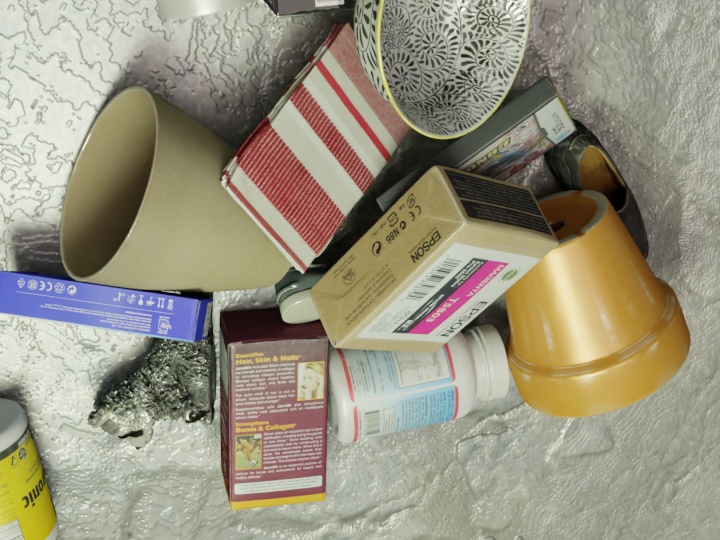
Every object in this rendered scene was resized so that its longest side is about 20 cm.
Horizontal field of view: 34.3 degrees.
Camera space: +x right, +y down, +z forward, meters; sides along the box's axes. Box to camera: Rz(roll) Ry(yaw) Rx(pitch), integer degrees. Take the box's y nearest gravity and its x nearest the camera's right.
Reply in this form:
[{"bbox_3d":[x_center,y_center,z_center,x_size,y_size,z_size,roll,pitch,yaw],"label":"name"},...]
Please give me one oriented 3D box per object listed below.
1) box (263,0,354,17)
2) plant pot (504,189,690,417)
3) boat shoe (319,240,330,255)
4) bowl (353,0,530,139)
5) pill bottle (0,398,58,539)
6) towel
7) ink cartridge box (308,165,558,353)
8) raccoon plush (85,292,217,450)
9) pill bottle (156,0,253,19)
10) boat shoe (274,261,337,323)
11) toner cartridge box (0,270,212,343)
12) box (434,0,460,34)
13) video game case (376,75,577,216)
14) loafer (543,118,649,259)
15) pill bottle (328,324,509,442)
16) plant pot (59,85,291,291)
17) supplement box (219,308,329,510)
[{"bbox_3d":[-0.060,-0.346,1.062,0.078,0.141,0.203,-7,112,-8],"label":"box"},{"bbox_3d":[0.234,0.023,1.258,0.198,0.200,0.185,-26,114,-4],"label":"plant pot"},{"bbox_3d":[-0.036,-0.115,1.197,0.059,0.072,0.203,14,101,-24],"label":"boat shoe"},{"bbox_3d":[0.057,-0.228,1.055,0.199,0.094,0.204,-18,117,-39],"label":"bowl"},{"bbox_3d":[-0.380,0.246,1.220,0.110,0.111,0.203,-13,114,-10],"label":"pill bottle"},{"bbox_3d":[-0.037,-0.117,1.124,0.201,0.023,0.144,-54,131,-14],"label":"towel"},{"bbox_3d":[0.073,-0.004,1.157,0.163,0.076,0.200,7,137,-47],"label":"ink cartridge box"},{"bbox_3d":[-0.221,0.088,1.239,0.132,0.097,0.203,0,82,-2],"label":"raccoon plush"},{"bbox_3d":[-0.157,-0.339,1.053,0.111,0.113,0.203,-14,113,-10],"label":"pill bottle"},{"bbox_3d":[0.000,0.000,1.251,0.197,0.062,0.073,-15,152,-18],"label":"boat shoe"},{"bbox_3d":[-0.250,0.035,1.148,0.197,0.095,0.044,8,88,1],"label":"toner cartridge box"},{"bbox_3d":[0.097,-0.272,1.162,0.077,0.095,0.202,27,100,-21],"label":"box"},{"bbox_3d":[0.123,-0.109,1.180,0.199,0.181,0.026,-35,78,11],"label":"video game case"},{"bbox_3d":[0.270,-0.075,1.298,0.073,0.072,0.200,-39,116,1],"label":"loafer"},{"bbox_3d":[0.059,0.119,1.294,0.197,0.109,0.110,-10,113,-12],"label":"pill bottle"},{"bbox_3d":[-0.163,-0.053,1.142,0.198,0.187,0.189,21,105,-36],"label":"plant pot"},{"bbox_3d":[-0.096,0.149,1.275,0.109,0.086,0.203,-3,112,-14],"label":"supplement box"}]
